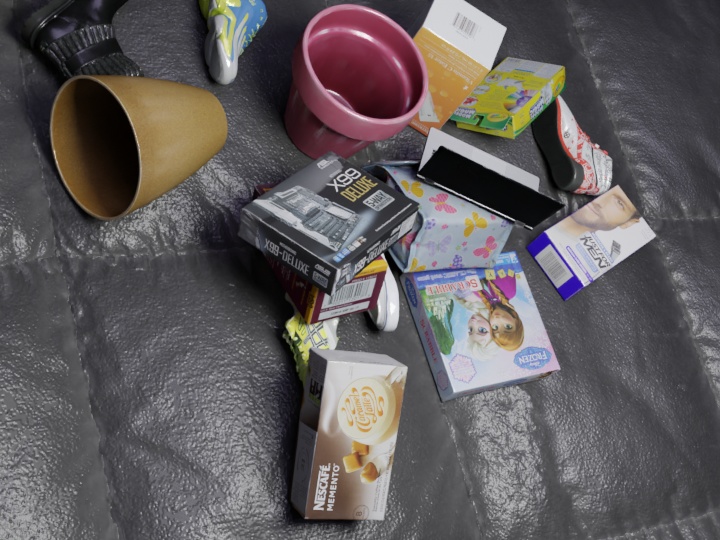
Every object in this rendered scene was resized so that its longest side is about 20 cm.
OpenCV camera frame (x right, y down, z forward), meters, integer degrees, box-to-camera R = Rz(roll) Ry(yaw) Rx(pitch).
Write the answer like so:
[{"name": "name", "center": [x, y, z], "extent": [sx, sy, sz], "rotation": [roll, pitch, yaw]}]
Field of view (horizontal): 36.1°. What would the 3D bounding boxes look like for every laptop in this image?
[{"name": "laptop", "center": [0.187, -0.149, 1.557], "extent": [0.186, 0.116, 0.201], "rotation": [25, 41, -6]}]

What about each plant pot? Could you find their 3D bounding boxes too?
[{"name": "plant pot", "center": [-0.279, -0.182, 1.484], "extent": [0.199, 0.186, 0.187], "rotation": [-23, 77, -46]}, {"name": "plant pot", "center": [-0.025, -0.258, 1.632], "extent": [0.198, 0.179, 0.202], "rotation": [11, 61, -21]}]

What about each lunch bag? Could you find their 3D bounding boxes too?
[{"name": "lunch bag", "center": [0.106, -0.102, 1.645], "extent": [0.168, 0.128, 0.201], "rotation": [-2, 40, -28]}]

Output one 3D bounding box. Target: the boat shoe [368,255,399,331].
[{"name": "boat shoe", "center": [0.000, 0.000, 1.588], "extent": [0.065, 0.074, 0.201], "rotation": [-5, 58, -24]}]

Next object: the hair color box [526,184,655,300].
[{"name": "hair color box", "center": [0.377, -0.047, 1.796], "extent": [0.199, 0.065, 0.110], "rotation": [-30, 81, -36]}]

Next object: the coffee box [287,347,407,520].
[{"name": "coffee box", "center": [-0.018, 0.208, 1.406], "extent": [0.113, 0.080, 0.202], "rotation": [8, 95, -23]}]

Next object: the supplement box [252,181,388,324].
[{"name": "supplement box", "center": [-0.063, -0.032, 1.515], "extent": [0.109, 0.086, 0.201], "rotation": [-12, 48, -29]}]

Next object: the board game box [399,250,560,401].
[{"name": "board game box", "center": [0.179, 0.079, 1.647], "extent": [0.198, 0.041, 0.201], "rotation": [-9, 70, -29]}]

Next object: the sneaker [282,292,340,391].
[{"name": "sneaker", "center": [-0.069, 0.105, 1.501], "extent": [0.076, 0.076, 0.202], "rotation": [9, 51, -14]}]

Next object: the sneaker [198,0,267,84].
[{"name": "sneaker", "center": [-0.183, -0.368, 1.672], "extent": [0.104, 0.076, 0.202], "rotation": [2, 64, -26]}]

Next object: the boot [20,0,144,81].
[{"name": "boot", "center": [-0.355, -0.332, 1.565], "extent": [0.158, 0.080, 0.211], "rotation": [41, 65, 6]}]

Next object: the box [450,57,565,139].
[{"name": "box", "center": [0.241, -0.280, 1.818], "extent": [0.117, 0.049, 0.200], "rotation": [18, 44, 35]}]

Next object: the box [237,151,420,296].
[{"name": "box", "center": [-0.039, -0.067, 1.456], "extent": [0.157, 0.050, 0.200], "rotation": [33, 43, 19]}]

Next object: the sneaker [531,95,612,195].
[{"name": "sneaker", "center": [0.361, -0.215, 1.875], "extent": [0.107, 0.067, 0.203], "rotation": [9, 56, -35]}]

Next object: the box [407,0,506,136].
[{"name": "box", "center": [0.117, -0.320, 1.720], "extent": [0.124, 0.200, 0.098], "rotation": [30, 56, -9]}]
